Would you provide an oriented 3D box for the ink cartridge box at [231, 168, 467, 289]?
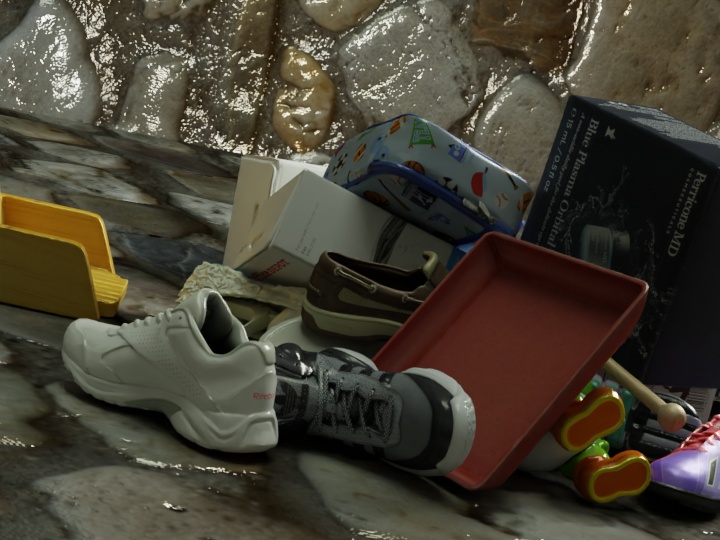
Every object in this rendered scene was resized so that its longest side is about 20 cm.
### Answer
[{"bbox_3d":[0.000,0.000,1.511,0.200,0.086,0.146,28,-17,-12],"label":"ink cartridge box"}]

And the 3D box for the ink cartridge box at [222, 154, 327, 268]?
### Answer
[{"bbox_3d":[-0.040,-0.040,1.796,0.200,0.146,0.085,8,3,-35],"label":"ink cartridge box"}]

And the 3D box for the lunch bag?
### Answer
[{"bbox_3d":[0.059,-0.065,1.504,0.160,0.076,0.200,32,-18,-20],"label":"lunch bag"}]

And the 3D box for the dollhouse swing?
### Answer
[{"bbox_3d":[-0.293,-0.070,1.512,0.181,0.176,0.200,12,7,-5],"label":"dollhouse swing"}]

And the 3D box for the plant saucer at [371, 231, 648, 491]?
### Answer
[{"bbox_3d":[0.100,0.070,1.242,0.200,0.200,0.037,23,-24,55],"label":"plant saucer"}]

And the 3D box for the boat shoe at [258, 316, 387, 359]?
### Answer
[{"bbox_3d":[0.000,0.074,1.388,0.200,0.060,0.074,-8,42,-36],"label":"boat shoe"}]

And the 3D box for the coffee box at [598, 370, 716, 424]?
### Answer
[{"bbox_3d":[0.213,0.091,1.519,0.200,0.080,0.114,10,12,-21],"label":"coffee box"}]

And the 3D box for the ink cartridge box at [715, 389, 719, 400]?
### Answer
[{"bbox_3d":[0.314,0.097,1.696,0.199,0.041,0.200,16,-2,20],"label":"ink cartridge box"}]

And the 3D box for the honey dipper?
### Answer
[{"bbox_3d":[0.196,0.071,1.350,0.038,0.038,0.200,7,24,-37],"label":"honey dipper"}]

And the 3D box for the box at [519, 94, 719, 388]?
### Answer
[{"bbox_3d":[0.250,-0.027,1.436,0.117,0.197,0.200,5,19,-37],"label":"box"}]

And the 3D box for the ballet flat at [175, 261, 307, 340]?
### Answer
[{"bbox_3d":[-0.082,0.048,1.482,0.200,0.072,0.072,15,8,30],"label":"ballet flat"}]

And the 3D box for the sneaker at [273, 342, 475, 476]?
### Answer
[{"bbox_3d":[-0.013,0.098,1.170,0.114,0.076,0.200,7,4,-35],"label":"sneaker"}]

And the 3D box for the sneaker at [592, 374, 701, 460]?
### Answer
[{"bbox_3d":[0.192,0.122,1.409,0.200,0.075,0.088,21,-9,17],"label":"sneaker"}]

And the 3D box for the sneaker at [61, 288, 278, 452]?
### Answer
[{"bbox_3d":[-0.128,0.056,1.166,0.200,0.100,0.078,18,10,33],"label":"sneaker"}]

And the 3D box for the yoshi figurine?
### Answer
[{"bbox_3d":[0.161,0.107,1.289,0.112,0.113,0.200,21,2,-22],"label":"yoshi figurine"}]

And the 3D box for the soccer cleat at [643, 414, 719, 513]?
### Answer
[{"bbox_3d":[0.279,0.144,1.297,0.068,0.073,0.200,19,10,34],"label":"soccer cleat"}]

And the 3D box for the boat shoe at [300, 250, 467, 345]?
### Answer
[{"bbox_3d":[0.056,0.024,1.349,0.202,0.075,0.075,7,21,-11],"label":"boat shoe"}]
